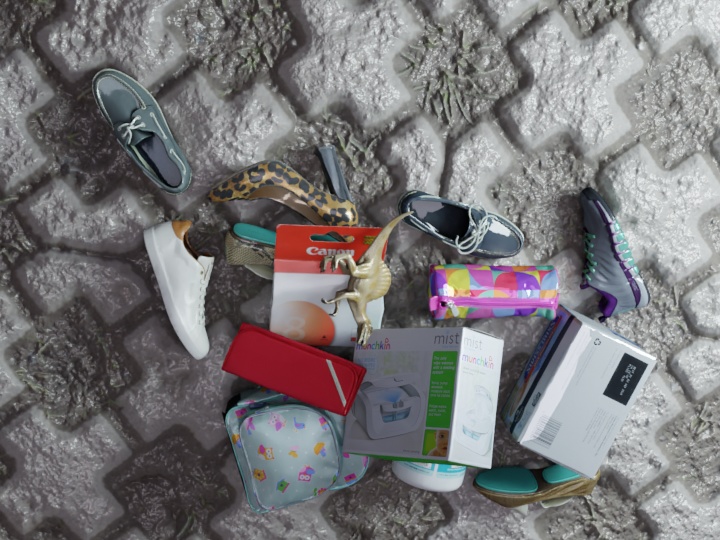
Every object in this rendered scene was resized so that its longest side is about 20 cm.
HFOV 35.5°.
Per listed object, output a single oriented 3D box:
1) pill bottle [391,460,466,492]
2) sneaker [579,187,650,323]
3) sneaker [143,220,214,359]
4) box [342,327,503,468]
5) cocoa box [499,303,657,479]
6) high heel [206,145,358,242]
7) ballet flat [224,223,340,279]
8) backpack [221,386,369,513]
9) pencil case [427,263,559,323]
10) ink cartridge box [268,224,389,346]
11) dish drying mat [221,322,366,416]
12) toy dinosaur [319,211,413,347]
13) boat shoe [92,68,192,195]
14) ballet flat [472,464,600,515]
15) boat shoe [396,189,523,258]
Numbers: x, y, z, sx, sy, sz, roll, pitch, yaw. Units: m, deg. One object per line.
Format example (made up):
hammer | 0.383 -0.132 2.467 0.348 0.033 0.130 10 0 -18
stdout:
pill bottle | 0.117 0.212 1.646 0.110 0.111 0.202 12 99 -8
sneaker | 0.350 -0.019 1.648 0.087 0.074 0.201 -27 103 5
sneaker | -0.238 0.026 1.592 0.084 0.073 0.202 -18 101 0
box | 0.085 0.172 1.533 0.096 0.199 0.178 18 75 -43
cocoa box | 0.315 0.174 1.649 0.132 0.131 0.201 26 97 -10
high heel | -0.105 -0.083 1.573 0.198 0.071 0.144 -17 84 -10
ballet flat | -0.097 -0.018 1.609 0.198 0.068 0.076 7 120 -8
backpack | -0.084 0.243 1.614 0.198 0.153 0.178 -16 97 -9
pencil case | 0.191 0.033 1.635 0.198 0.088 0.089 -2 101 -6
ink cartridge box | -0.044 0.026 1.578 0.160 0.050 0.201 2 136 -7
dish drying mat | -0.094 0.136 1.567 0.198 0.018 0.077 19 75 19
toy dinosaur | 0.000 0.000 1.535 0.100 0.058 0.202 9 106 -23
boat shoe | -0.300 -0.191 1.550 0.072 0.062 0.201 -33 102 1
ballet flat | 0.270 0.334 1.717 0.198 0.068 0.073 -10 121 -8
boat shoe | 0.149 -0.065 1.622 0.199 0.062 0.075 24 95 -10
